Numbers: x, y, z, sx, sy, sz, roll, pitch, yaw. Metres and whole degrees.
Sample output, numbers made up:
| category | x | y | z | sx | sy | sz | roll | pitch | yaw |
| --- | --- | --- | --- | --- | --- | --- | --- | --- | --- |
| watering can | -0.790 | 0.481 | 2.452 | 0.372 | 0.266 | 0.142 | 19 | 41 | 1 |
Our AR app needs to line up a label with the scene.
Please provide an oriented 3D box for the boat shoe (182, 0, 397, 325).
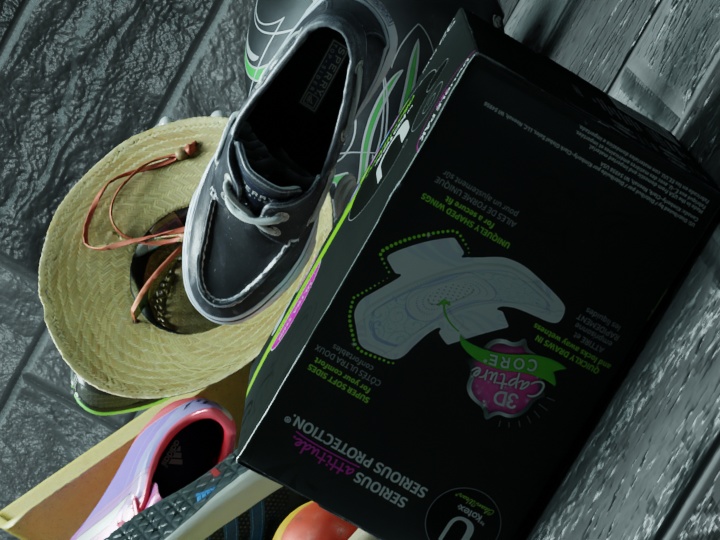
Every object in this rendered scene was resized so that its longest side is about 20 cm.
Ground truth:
| category | x | y | z | sx | sy | sz | roll | pitch | yaw |
| --- | --- | --- | --- | --- | --- | --- | --- | --- | --- |
| boat shoe | -0.044 | -0.050 | 1.161 | 0.201 | 0.072 | 0.068 | -59 | -3 | 26 |

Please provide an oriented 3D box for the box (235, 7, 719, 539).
| category | x | y | z | sx | sy | sz | roll | pitch | yaw |
| --- | --- | --- | --- | --- | --- | --- | --- | --- | --- |
| box | 0.047 | 0.009 | 0.990 | 0.201 | 0.124 | 0.149 | -59 | 7 | 11 |

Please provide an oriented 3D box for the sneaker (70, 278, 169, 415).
| category | x | y | z | sx | sy | sz | roll | pitch | yaw |
| --- | --- | --- | --- | --- | --- | --- | --- | --- | --- |
| sneaker | -0.105 | 0.018 | 1.439 | 0.200 | 0.077 | 0.084 | -35 | -20 | 2 |

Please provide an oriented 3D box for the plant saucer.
| category | x | y | z | sx | sy | sz | roll | pitch | yaw |
| --- | --- | --- | --- | --- | --- | --- | --- | --- | --- |
| plant saucer | -0.137 | 0.122 | 1.440 | 0.199 | 0.049 | 0.200 | -34 | 2 | -12 |

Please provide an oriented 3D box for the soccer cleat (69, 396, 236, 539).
| category | x | y | z | sx | sy | sz | roll | pitch | yaw |
| --- | --- | --- | --- | --- | --- | --- | --- | --- | --- |
| soccer cleat | -0.132 | 0.161 | 1.289 | 0.201 | 0.067 | 0.076 | -61 | 11 | -16 |

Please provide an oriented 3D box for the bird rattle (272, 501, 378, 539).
| category | x | y | z | sx | sy | sz | roll | pitch | yaw |
| --- | --- | --- | --- | --- | --- | --- | --- | --- | --- |
| bird rattle | -0.032 | 0.155 | 1.117 | 0.163 | 0.113 | 0.200 | -47 | 3 | -28 |

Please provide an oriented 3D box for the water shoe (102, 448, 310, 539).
| category | x | y | z | sx | sy | sz | roll | pitch | yaw |
| --- | --- | --- | --- | --- | --- | --- | --- | --- | --- |
| water shoe | -0.070 | 0.152 | 1.226 | 0.200 | 0.079 | 0.072 | -35 | 15 | -2 |

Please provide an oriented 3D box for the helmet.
| category | x | y | z | sx | sy | sz | roll | pitch | yaw |
| --- | --- | --- | --- | --- | --- | --- | --- | --- | --- |
| helmet | 0.011 | -0.142 | 1.563 | 0.201 | 0.199 | 0.191 | -58 | 25 | 23 |

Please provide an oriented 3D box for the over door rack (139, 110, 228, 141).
| category | x | y | z | sx | sy | sz | roll | pitch | yaw |
| --- | --- | --- | --- | --- | --- | --- | --- | --- | --- |
| over door rack | -0.065 | -0.038 | 1.610 | 0.067 | 0.148 | 0.200 | -45 | -18 | 6 |

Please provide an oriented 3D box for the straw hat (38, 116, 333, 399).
| category | x | y | z | sx | sy | sz | roll | pitch | yaw |
| --- | --- | --- | --- | --- | --- | --- | --- | --- | --- |
| straw hat | -0.089 | 0.008 | 1.349 | 0.202 | 0.200 | 0.085 | -64 | -34 | -22 |

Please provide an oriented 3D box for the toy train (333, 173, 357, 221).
| category | x | y | z | sx | sy | sz | roll | pitch | yaw |
| --- | --- | --- | --- | --- | --- | --- | --- | --- | --- |
| toy train | 0.000 | 0.000 | 1.254 | 0.200 | 0.055 | 0.151 | -13 | -78 | -71 |
